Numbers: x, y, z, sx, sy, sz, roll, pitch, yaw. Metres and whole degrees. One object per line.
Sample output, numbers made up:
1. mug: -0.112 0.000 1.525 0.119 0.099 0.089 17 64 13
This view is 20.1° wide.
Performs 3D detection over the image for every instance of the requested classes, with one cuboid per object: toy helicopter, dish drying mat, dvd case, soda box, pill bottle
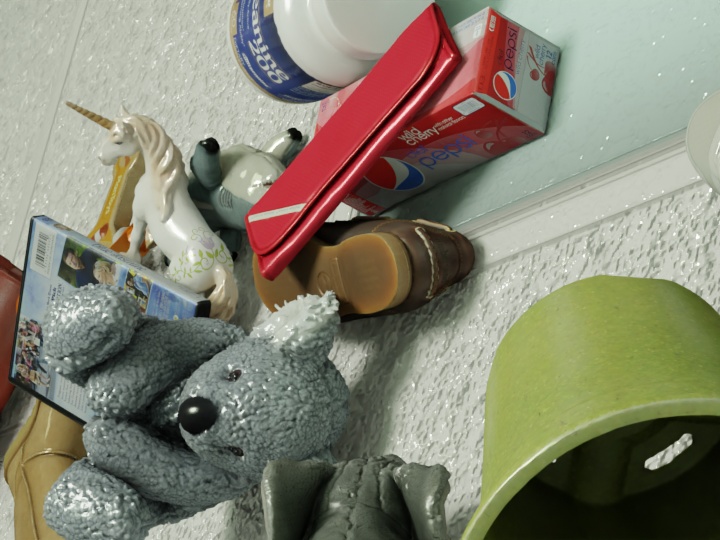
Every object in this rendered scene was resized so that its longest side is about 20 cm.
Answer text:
1. toy helicopter: -0.213 -0.033 1.751 0.132 0.079 0.201 -23 45 52
2. dish drying mat: -0.008 -0.086 1.339 0.200 0.018 0.077 -49 29 20
3. dvd case: -0.198 0.056 1.572 0.199 0.017 0.144 25 113 37
4. soda box: 0.044 -0.104 1.364 0.199 0.063 0.071 -24 48 51
5. pill bottle: -0.020 -0.183 1.458 0.112 0.110 0.200 -69 17 -8

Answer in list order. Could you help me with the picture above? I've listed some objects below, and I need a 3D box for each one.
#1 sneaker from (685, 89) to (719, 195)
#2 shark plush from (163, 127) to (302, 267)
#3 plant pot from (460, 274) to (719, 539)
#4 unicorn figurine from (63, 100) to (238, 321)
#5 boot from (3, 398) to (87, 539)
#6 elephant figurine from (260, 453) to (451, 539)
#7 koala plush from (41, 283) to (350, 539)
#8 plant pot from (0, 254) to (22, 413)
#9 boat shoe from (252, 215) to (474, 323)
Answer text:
1. sneaker: 0.213 -0.057 1.010 0.077 0.080 0.200 -62 26 8
2. shark plush: -0.117 -0.041 1.601 0.199 0.090 0.084 -29 74 42
3. plant pot: 0.131 0.099 0.936 0.201 0.199 0.185 -53 18 21
4. unicorn figurine: -0.152 -0.035 1.570 0.074 0.200 0.138 -35 -17 -39
5. boot: -0.229 0.175 1.626 0.176 0.066 0.201 -62 27 26
6. elephant figurine: -0.001 0.158 1.143 0.155 0.141 0.201 -40 40 48
7. koala plush: -0.084 0.092 1.351 0.199 0.183 0.179 -10 80 40
8. plant pot: -0.390 0.069 1.871 0.196 0.200 0.201 -57 27 -2
9. boat shoe: 0.000 0.000 1.359 0.199 0.070 0.071 3 105 57
